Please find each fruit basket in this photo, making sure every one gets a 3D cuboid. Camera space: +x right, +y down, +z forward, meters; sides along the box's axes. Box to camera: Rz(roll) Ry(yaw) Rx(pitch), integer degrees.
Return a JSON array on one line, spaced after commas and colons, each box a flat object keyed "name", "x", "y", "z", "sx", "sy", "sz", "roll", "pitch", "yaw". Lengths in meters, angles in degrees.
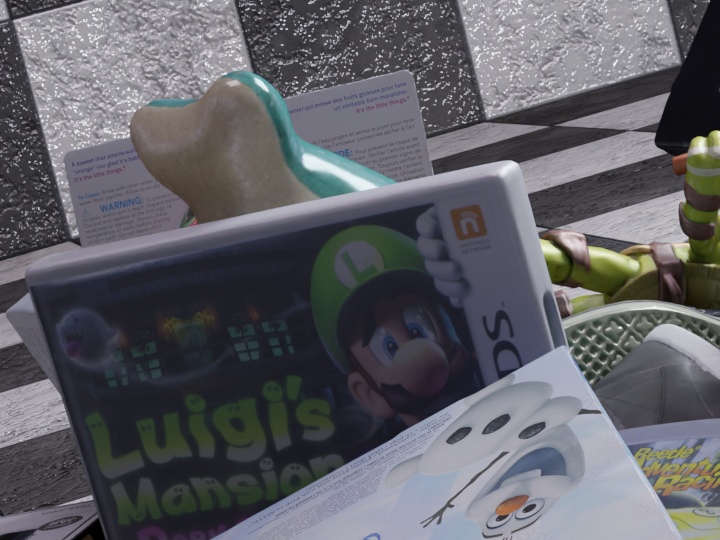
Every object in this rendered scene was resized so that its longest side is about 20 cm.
[{"name": "fruit basket", "x": -0.039, "y": 0.021, "z": 1.328, "sx": 0.184, "sy": 0.202, "sz": 0.094, "roll": -13, "pitch": -7, "yaw": 15}]

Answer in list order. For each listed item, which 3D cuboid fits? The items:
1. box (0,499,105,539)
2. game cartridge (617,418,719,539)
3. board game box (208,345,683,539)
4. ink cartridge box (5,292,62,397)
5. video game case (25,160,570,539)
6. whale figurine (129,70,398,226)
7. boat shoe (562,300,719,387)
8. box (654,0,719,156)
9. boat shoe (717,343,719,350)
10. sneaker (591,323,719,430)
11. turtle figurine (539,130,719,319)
[{"name": "box", "x": -0.172, "y": 0.156, "z": 1.118, "sx": 0.116, "sy": 0.061, "sz": 0.200, "roll": -12, "pitch": 7, "yaw": 17}, {"name": "game cartridge", "x": 0.091, "y": 0.098, "z": 0.845, "sx": 0.133, "sy": 0.041, "sz": 0.199, "roll": -39, "pitch": 21, "yaw": -34}, {"name": "board game box", "x": 0.001, "y": 0.115, "z": 0.809, "sx": 0.199, "sy": 0.044, "sz": 0.199, "roll": -29, "pitch": 17, "yaw": 3}, {"name": "ink cartridge box", "x": -0.057, "y": 0.069, "z": 1.129, "sx": 0.050, "sy": 0.163, "sz": 0.200, "roll": -40, "pitch": 17, "yaw": -23}, {"name": "video game case", "x": -0.012, "y": 0.066, "z": 0.989, "sx": 0.199, "sy": 0.183, "sz": 0.023, "roll": -11, "pitch": 12, "yaw": 27}, {"name": "whale figurine", "x": 0.000, "y": 0.000, "z": 1.044, "sx": 0.159, "sy": 0.200, "sz": 0.104, "roll": -16, "pitch": 26, "yaw": 52}, {"name": "boat shoe", "x": 0.147, "y": 0.050, "z": 1.182, "sx": 0.199, "sy": 0.075, "sz": 0.062, "roll": -3, "pitch": -4, "yaw": -31}, {"name": "box", "x": 0.281, "y": -0.071, "z": 1.332, "sx": 0.199, "sy": 0.118, "sz": 0.197, "roll": 24, "pitch": -4, "yaw": -16}, {"name": "boat shoe", "x": 0.187, "y": 0.002, "z": 1.087, "sx": 0.072, "sy": 0.201, "sz": 0.063, "roll": 18, "pitch": 47, "yaw": 20}, {"name": "sneaker", "x": 0.134, "y": 0.089, "z": 1.038, "sx": 0.099, "sy": 0.071, "sz": 0.200, "roll": -37, "pitch": 26, "yaw": -13}, {"name": "turtle figurine", "x": 0.128, "y": 0.015, "z": 1.249, "sx": 0.160, "sy": 0.065, "sz": 0.201, "roll": -4, "pitch": -35, "yaw": -6}]
